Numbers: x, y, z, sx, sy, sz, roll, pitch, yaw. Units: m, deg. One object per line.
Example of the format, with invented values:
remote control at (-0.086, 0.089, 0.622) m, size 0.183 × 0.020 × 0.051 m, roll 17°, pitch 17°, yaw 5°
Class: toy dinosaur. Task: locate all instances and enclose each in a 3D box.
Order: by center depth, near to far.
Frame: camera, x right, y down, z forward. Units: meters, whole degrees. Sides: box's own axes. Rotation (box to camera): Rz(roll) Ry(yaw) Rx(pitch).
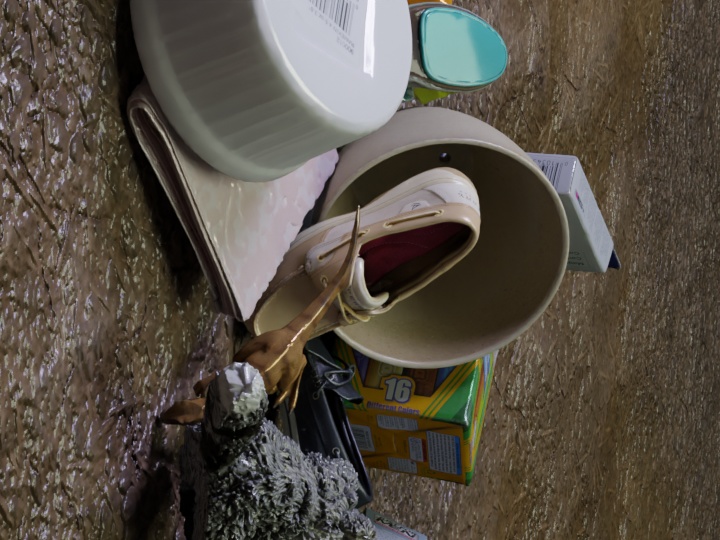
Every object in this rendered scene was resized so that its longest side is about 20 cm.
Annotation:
toy dinosaur at (-0.055, 0.057, 1.559) m, size 0.200 × 0.060 × 0.106 m, roll -46°, pitch 173°, yaw -22°

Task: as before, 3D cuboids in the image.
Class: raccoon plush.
raccoon plush at (-0.042, 0.135, 1.476) m, size 0.200 × 0.133 × 0.098 m, roll 121°, pitch -36°, yaw -60°

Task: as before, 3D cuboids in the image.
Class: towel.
towel at (-0.085, -0.097, 1.547) m, size 0.201 × 0.032 × 0.192 m, roll -62°, pitch 141°, yaw -46°

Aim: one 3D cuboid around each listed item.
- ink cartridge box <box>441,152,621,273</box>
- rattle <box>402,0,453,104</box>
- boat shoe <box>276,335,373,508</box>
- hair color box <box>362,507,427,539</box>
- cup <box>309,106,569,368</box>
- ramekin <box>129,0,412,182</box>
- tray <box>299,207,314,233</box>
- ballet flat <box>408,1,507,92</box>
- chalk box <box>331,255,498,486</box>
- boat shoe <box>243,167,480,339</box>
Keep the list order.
ink cartridge box at (0.108, -0.040, 1.880) m, size 0.200 × 0.195 × 0.044 m, roll 58°, pitch 42°, yaw -56°
rattle at (0.027, -0.197, 1.792) m, size 0.199 × 0.129 × 0.144 m, roll -13°, pitch 102°, yaw -51°
boat shoe at (-0.030, 0.091, 1.686) m, size 0.075 × 0.062 × 0.202 m, roll 20°, pitch 59°, yaw -73°
hair color box at (0.006, 0.268, 1.720) m, size 0.200 × 0.060 × 0.100 m, roll -79°, pitch -166°, yaw -78°
cup at (0.050, -0.048, 1.712) m, size 0.144 × 0.199 × 0.202 m, roll -104°, pitch -177°, yaw -56°
ramekin at (-0.052, -0.167, 1.473) m, size 0.200 × 0.097 × 0.202 m, roll 25°, pitch 58°, yaw -48°
tray at (-0.053, -0.107, 1.682) m, size 0.107 × 0.022 × 0.202 m, roll 6°, pitch 87°, yaw -71°
ballet flat at (0.026, -0.171, 1.683) m, size 0.199 × 0.063 × 0.068 m, roll -1°, pitch 92°, yaw -44°
chalk box at (0.051, 0.054, 1.817) m, size 0.125 × 0.123 × 0.201 m, roll 80°, pitch 22°, yaw -62°
boat shoe at (0.000, 0.000, 1.606) m, size 0.074 × 0.199 × 0.069 m, roll 49°, pitch 13°, yaw -30°
